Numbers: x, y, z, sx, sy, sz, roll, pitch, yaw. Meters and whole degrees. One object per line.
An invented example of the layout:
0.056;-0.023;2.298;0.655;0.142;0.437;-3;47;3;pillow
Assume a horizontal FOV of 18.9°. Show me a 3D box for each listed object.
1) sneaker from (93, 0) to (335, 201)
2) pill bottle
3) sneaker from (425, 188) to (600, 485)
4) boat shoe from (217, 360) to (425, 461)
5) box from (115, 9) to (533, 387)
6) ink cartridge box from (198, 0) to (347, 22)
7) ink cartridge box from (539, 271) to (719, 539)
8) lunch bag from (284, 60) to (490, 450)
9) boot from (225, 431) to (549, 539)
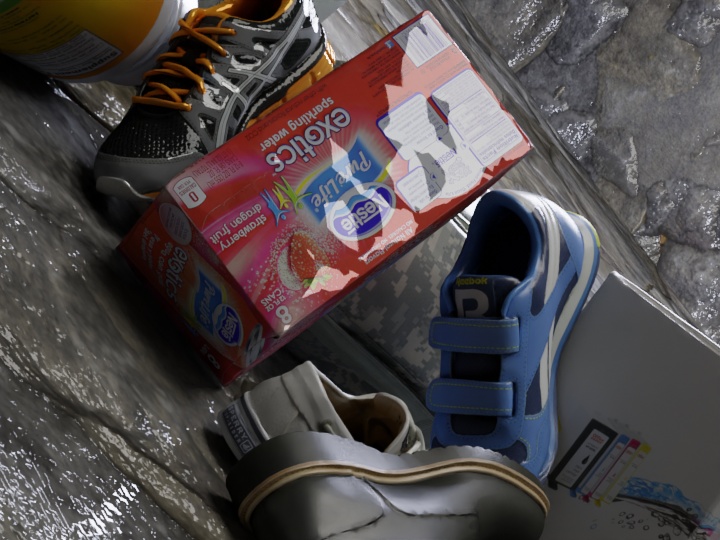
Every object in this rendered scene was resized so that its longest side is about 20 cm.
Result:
-0.090;-0.108;1.235;0.200;0.078;0.077;-50;141;-41;sneaker
-0.171;-0.169;1.208;0.111;0.111;0.200;56;12;23;pill bottle
0.071;0.047;1.191;0.082;0.074;0.201;38;60;-52;sneaker
0.002;0.098;1.140;0.200;0.070;0.071;41;16;-52;boat shoe
-0.018;-0.039;1.161;0.100;0.200;0.095;52;-30;3;box
-0.127;-0.221;1.461;0.200;0.145;0.083;52;12;8;ink cartridge box
0.160;0.135;1.242;0.145;0.200;0.147;39;3;35;ink cartridge box
0.000;0.000;1.312;0.200;0.139;0.168;43;31;-28;lunch bag
0.034;0.159;1.053;0.200;0.078;0.139;7;44;-40;boot
